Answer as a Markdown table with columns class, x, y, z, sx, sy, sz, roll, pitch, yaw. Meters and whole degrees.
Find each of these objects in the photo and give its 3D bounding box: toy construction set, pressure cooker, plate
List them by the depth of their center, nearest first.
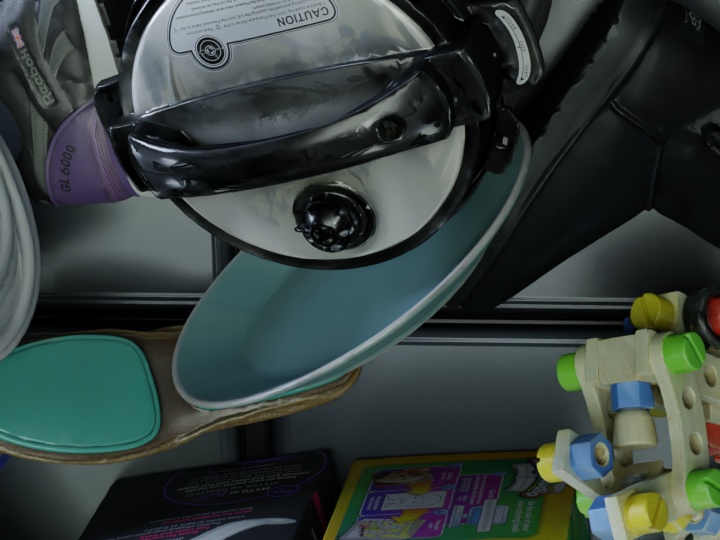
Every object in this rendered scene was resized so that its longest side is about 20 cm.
| class | x | y | z | sx | sy | sz | roll | pitch | yaw |
| --- | --- | --- | --- | --- | --- | --- | --- | --- | --- |
| pressure cooker | -0.010 | -0.099 | 1.244 | 0.178 | 0.200 | 0.176 | 29 | 129 | -4 |
| plate | 0.000 | 0.000 | 1.294 | 0.200 | 0.200 | 0.026 | -33 | 112 | 14 |
| toy construction set | 0.158 | 0.081 | 1.314 | 0.092 | 0.200 | 0.132 | -7 | 70 | 25 |

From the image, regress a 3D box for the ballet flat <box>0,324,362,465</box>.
| class | x | y | z | sx | sy | sz | roll | pitch | yaw |
| --- | --- | --- | --- | --- | --- | --- | --- | --- | --- |
| ballet flat | -0.097 | 0.058 | 1.371 | 0.199 | 0.072 | 0.068 | -13 | 77 | -9 |

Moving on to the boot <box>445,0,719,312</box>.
| class | x | y | z | sx | sy | sz | roll | pitch | yaw |
| --- | --- | --- | --- | --- | --- | --- | --- | --- | --- |
| boot | 0.147 | -0.025 | 1.326 | 0.168 | 0.076 | 0.200 | 30 | 118 | -9 |

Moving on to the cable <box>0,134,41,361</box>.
| class | x | y | z | sx | sy | sz | roll | pitch | yaw |
| --- | --- | --- | --- | --- | --- | --- | --- | --- | --- |
| cable | -0.233 | -0.034 | 1.288 | 0.069 | 0.200 | 0.200 | -29 | 98 | 29 |

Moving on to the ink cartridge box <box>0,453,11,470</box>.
| class | x | y | z | sx | sy | sz | roll | pitch | yaw |
| --- | --- | --- | --- | --- | --- | --- | --- | --- | --- |
| ink cartridge box | -0.232 | 0.024 | 1.367 | 0.042 | 0.119 | 0.200 | -31 | 100 | 16 |

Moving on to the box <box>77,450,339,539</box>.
| class | x | y | z | sx | sy | sz | roll | pitch | yaw |
| --- | --- | --- | --- | --- | --- | --- | --- | --- | --- |
| box | -0.073 | 0.173 | 1.346 | 0.122 | 0.200 | 0.106 | -9 | 104 | 10 |

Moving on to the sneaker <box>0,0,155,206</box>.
| class | x | y | z | sx | sy | sz | roll | pitch | yaw |
| --- | --- | --- | --- | --- | --- | --- | --- | --- | --- |
| sneaker | -0.152 | -0.125 | 1.342 | 0.087 | 0.076 | 0.201 | -7 | 104 | 15 |

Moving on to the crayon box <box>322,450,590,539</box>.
| class | x | y | z | sx | sy | sz | roll | pitch | yaw |
| --- | --- | --- | --- | --- | --- | --- | --- | --- | --- |
| crayon box | 0.044 | 0.142 | 1.322 | 0.118 | 0.200 | 0.058 | -3 | 104 | 8 |
